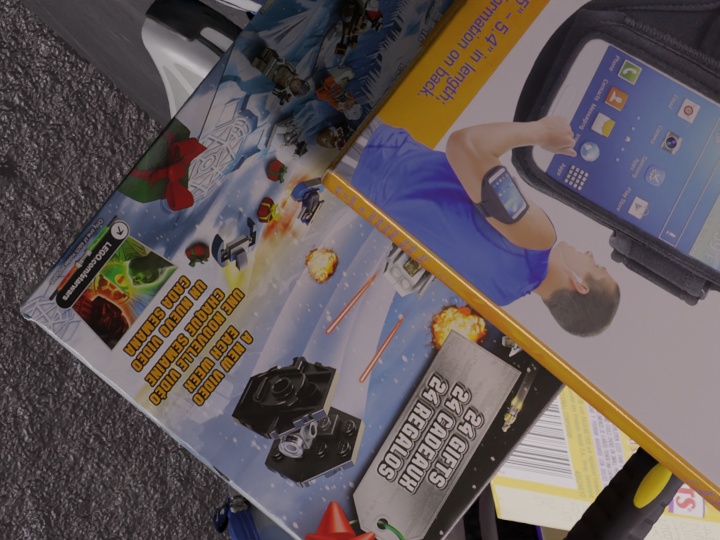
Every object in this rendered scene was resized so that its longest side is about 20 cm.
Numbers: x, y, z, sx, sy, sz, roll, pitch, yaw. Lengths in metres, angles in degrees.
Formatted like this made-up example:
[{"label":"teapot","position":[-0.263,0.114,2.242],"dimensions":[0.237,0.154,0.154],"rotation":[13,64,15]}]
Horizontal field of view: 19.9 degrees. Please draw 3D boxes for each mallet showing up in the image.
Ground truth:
[{"label":"mallet","position":[0.092,0.034,0.598],"dimensions":[0.066,0.200,0.041],"rotation":[48,166,0]}]

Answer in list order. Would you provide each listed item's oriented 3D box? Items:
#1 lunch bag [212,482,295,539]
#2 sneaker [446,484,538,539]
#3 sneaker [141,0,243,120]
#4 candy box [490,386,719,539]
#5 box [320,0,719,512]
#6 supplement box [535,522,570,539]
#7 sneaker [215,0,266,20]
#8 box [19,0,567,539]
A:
[{"label":"lunch bag","position":[0.005,0.162,0.874],"dimensions":[0.201,0.075,0.160],"rotation":[63,179,-10]},{"label":"sneaker","position":[0.057,0.119,0.916],"dimensions":[0.080,0.073,0.201],"rotation":[69,-175,-58]},{"label":"sneaker","position":[-0.055,-0.018,0.869],"dimensions":[0.076,0.115,0.201],"rotation":[34,166,47]},{"label":"candy box","position":[0.078,0.008,0.706],"dimensions":[0.101,0.026,0.201],"rotation":[5,124,29]},{"label":"box","position":[0.102,-0.009,0.564],"dimensions":[0.200,0.119,0.041],"rotation":[39,176,0]},{"label":"supplement box","position":[0.146,0.122,0.849],"dimensions":[0.200,0.100,0.104],"rotation":[53,-159,-50]},{"label":"sneaker","position":[-0.022,-0.122,0.799],"dimensions":[0.082,0.074,0.200],"rotation":[38,178,-26]},{"label":"box","position":[0.016,-0.023,0.600],"dimensions":[0.137,0.200,0.040],"rotation":[39,176,1]}]
